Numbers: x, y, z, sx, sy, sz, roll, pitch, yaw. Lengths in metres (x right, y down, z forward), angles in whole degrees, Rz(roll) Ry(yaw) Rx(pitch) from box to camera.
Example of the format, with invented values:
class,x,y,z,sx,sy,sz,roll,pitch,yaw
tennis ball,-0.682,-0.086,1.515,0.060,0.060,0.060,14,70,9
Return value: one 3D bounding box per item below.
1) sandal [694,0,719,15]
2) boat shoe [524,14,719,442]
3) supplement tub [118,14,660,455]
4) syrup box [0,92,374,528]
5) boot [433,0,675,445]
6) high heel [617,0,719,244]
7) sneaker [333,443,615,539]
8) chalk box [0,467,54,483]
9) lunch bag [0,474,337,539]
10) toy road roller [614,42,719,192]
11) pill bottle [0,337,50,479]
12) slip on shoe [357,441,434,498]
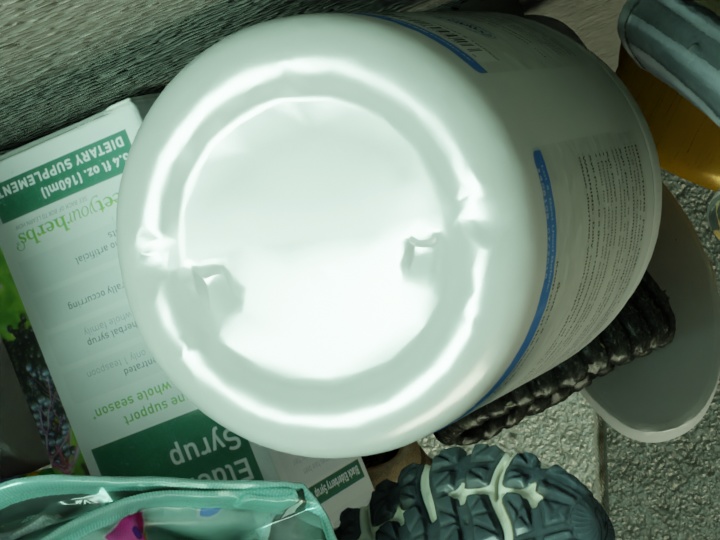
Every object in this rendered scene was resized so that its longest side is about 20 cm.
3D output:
class,x,y,z,sx,sy,sz,roll,pitch,yaw
sandal,0.181,-0.099,0.867,0.201,0.057,0.080,0,149,38
boat shoe,0.095,-0.011,1.088,0.072,0.200,0.066,-23,153,-5
supplement tub,0.016,-0.018,0.841,0.132,0.132,0.200,-22,177,19
syrup box,-0.062,0.044,0.910,0.079,0.200,0.081,-21,179,20
boot,0.000,0.000,1.002,0.211,0.158,0.079,-22,178,8
high heel,0.176,-0.010,0.864,0.071,0.200,0.143,-49,-138,3
sneaker,0.013,0.126,0.824,0.200,0.086,0.078,-33,-153,35
chalk box,-0.162,0.156,0.945,0.200,0.125,0.124,-12,165,-42
lunch bag,-0.113,0.136,0.772,0.200,0.122,0.170,-43,-172,-36
toy road roller,0.186,-0.061,1.022,0.146,0.200,0.123,0,120,-51
pill bottle,-0.216,0.061,1.021,0.200,0.114,0.114,-23,178,24
slip on shoe,-0.053,0.061,1.002,0.200,0.061,0.076,24,-123,33
